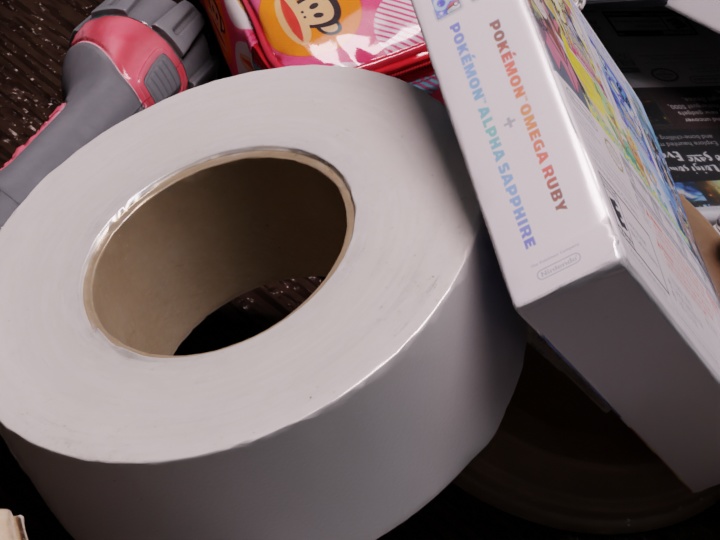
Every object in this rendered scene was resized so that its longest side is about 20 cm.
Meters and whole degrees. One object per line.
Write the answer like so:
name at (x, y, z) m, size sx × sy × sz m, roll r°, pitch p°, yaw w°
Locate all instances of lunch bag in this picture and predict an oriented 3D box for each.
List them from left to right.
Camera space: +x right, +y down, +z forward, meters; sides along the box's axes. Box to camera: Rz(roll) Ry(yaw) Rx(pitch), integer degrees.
lunch bag at (0.012, -0.147, 0.900) m, size 0.175 × 0.082 × 0.200 m, roll -19°, pitch 55°, yaw -12°

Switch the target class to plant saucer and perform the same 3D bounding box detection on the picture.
plant saucer at (0.089, 0.017, 0.835) m, size 0.199 × 0.030 × 0.201 m, roll 10°, pitch 53°, yaw -14°

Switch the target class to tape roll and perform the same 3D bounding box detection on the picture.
tape roll at (-0.042, 0.015, 0.724) m, size 0.201 × 0.071 × 0.203 m, roll -13°, pitch 43°, yaw 12°

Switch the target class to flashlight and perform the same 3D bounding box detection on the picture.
flashlight at (-0.133, -0.050, 0.851) m, size 0.068 × 0.068 × 0.200 m, roll 28°, pitch 45°, yaw 8°

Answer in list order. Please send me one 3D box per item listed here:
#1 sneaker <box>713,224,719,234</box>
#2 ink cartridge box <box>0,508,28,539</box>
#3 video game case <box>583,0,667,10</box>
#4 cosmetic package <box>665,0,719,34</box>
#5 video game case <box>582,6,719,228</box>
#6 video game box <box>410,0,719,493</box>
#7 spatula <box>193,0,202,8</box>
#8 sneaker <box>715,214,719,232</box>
sneaker at (0.256, 0.018, 0.896) m, size 0.199 × 0.080 × 0.078 m, roll 5°, pitch 26°, yaw 26°
ink cartridge box at (-0.165, 0.157, 0.482) m, size 0.164 × 0.201 × 0.075 m, roll -4°, pitch 43°, yaw -21°
video game case at (0.059, -0.196, 0.974) m, size 0.199 × 0.144 × 0.019 m, roll 0°, pitch -7°, yaw 29°
cosmetic package at (0.196, -0.203, 1.043) m, size 0.199 × 0.123 × 0.200 m, roll 31°, pitch 21°, yaw 22°
video game case at (0.123, -0.077, 0.998) m, size 0.199 × 0.023 × 0.182 m, roll -4°, pitch 43°, yaw -24°
video game box at (0.085, -0.031, 0.741) m, size 0.047 × 0.200 × 0.183 m, roll -23°, pitch 58°, yaw 16°
spatula at (-0.034, -0.099, 0.970) m, size 0.056 × 0.021 × 0.200 m, roll -18°, pitch 50°, yaw -33°
sneaker at (0.227, 0.043, 0.833) m, size 0.201 × 0.080 × 0.076 m, roll 65°, pitch 24°, yaw 7°
